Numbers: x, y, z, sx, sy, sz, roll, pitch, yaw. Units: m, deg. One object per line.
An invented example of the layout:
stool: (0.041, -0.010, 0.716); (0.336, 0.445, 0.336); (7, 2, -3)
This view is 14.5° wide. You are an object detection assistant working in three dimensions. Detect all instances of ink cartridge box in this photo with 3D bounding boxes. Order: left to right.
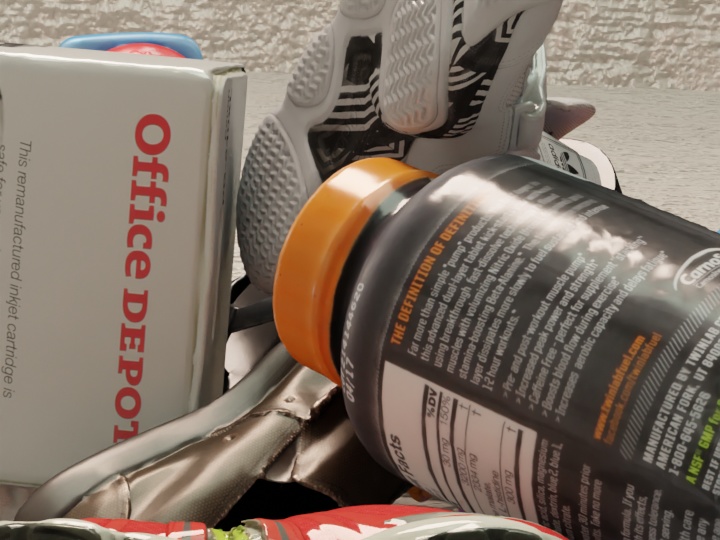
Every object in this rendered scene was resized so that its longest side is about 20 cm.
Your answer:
ink cartridge box: (-0.143, -0.007, 0.972); (0.200, 0.145, 0.083); (5, 6, 6)

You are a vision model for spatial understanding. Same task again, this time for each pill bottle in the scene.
pill bottle: (0.067, 0.030, 0.820); (0.200, 0.106, 0.106); (25, 20, 36)

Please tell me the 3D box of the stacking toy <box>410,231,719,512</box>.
stacking toy: (0.071, 0.057, 1.017); (0.200, 0.116, 0.110); (-8, 22, 43)

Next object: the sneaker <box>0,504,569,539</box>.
sneaker: (-0.030, 0.099, 0.764); (0.200, 0.077, 0.085); (0, 5, 4)

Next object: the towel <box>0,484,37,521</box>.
towel: (-0.112, 0.073, 1.052); (0.200, 0.032, 0.191); (5, 8, 6)

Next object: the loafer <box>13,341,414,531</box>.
loafer: (-0.016, 0.071, 0.905); (0.200, 0.073, 0.071); (-31, 45, -26)

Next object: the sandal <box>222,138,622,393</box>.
sandal: (0.000, -0.001, 1.039); (0.200, 0.043, 0.076); (-29, 40, -6)

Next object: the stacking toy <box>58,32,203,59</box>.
stacking toy: (-0.132, -0.077, 1.853); (0.110, 0.116, 0.200); (-2, 21, -18)

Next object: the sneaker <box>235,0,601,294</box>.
sneaker: (0.045, -0.054, 0.926); (0.115, 0.075, 0.200); (7, -36, -26)
